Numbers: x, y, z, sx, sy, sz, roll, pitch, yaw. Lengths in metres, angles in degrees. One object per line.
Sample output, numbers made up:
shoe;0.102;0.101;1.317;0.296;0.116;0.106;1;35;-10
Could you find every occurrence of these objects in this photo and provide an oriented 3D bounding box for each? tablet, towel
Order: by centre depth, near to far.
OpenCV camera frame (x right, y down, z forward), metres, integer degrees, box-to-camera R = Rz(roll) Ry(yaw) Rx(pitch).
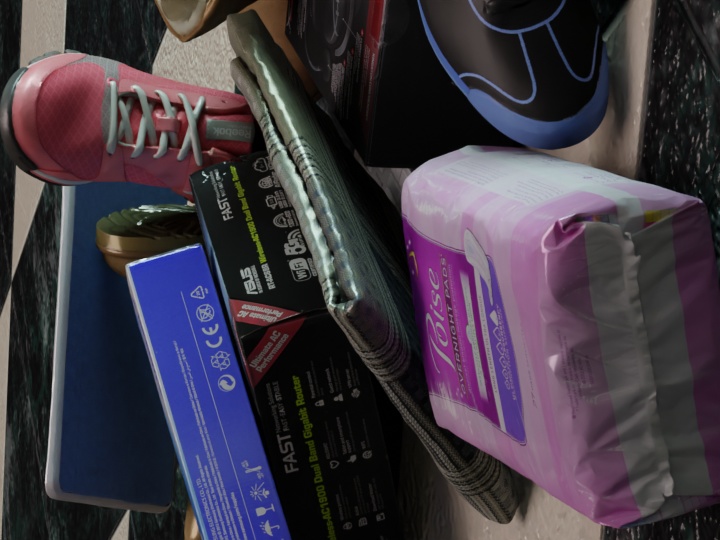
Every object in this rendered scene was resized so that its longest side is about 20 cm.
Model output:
towel;0.000;0.000;1.178;0.193;0.034;0.200;53;-168;-48
tablet;-0.137;0.033;1.440;0.130;0.014;0.201;19;-109;-62

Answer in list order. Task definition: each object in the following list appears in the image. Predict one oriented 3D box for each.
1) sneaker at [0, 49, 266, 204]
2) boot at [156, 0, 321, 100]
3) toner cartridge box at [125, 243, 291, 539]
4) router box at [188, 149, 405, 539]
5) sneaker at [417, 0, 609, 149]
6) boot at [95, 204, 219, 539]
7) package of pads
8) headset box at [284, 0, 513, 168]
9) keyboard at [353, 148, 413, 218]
sneaker;-0.101;-0.079;1.363;0.087;0.200;0.074;-3;83;44
boot;-0.063;-0.153;1.365;0.200;0.066;0.176;-44;-39;-67
toner cartridge box;-0.071;0.097;1.293;0.095;0.043;0.201;93;160;-69
router box;-0.031;0.058;1.342;0.150;0.062;0.201;-111;7;-54
sneaker;0.047;-0.148;1.065;0.078;0.070;0.201;80;165;-75
boot;-0.081;0.065;1.459;0.066;0.175;0.201;21;108;50
package of pads;0.079;0.019;1.007;0.200;0.075;0.121;-152;53;-72
headset box;0.026;-0.147;1.222;0.200;0.077;0.149;-122;35;-61
keyboard;0.023;-0.025;1.351;0.200;0.011;0.056;-117;31;-58
